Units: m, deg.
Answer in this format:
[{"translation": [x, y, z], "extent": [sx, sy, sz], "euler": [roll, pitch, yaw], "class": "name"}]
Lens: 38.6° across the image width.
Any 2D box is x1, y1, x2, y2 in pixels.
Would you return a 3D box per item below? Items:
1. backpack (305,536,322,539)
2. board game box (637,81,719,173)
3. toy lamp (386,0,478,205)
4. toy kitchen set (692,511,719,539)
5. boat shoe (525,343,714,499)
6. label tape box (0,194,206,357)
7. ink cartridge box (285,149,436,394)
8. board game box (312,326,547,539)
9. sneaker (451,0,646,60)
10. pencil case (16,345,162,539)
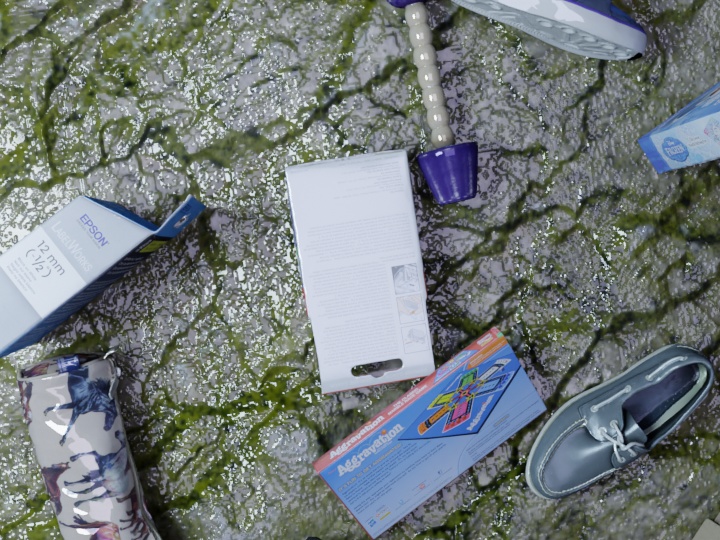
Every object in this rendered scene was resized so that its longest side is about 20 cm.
[{"translation": [-0.046, 0.350, 0.862], "extent": [0.166, 0.127, 0.200], "euler": [31, 68, 23], "class": "backpack"}, {"translation": [0.354, -0.162, 0.862], "extent": [0.200, 0.199, 0.043], "euler": [-36, 93, -3], "class": "board game box"}, {"translation": [0.064, -0.159, 0.911], "extent": [0.058, 0.058, 0.201], "euler": [-14, 93, -4], "class": "toy lamp"}, {"translation": [0.391, 0.305, 0.891], "extent": [0.180, 0.163, 0.200], "euler": [35, 89, -4], "class": "toy kitchen set"}, {"translation": [0.235, 0.137, 0.927], "extent": [0.200, 0.062, 0.073], "euler": [-37, 93, -3], "class": "boat shoe"}, {"translation": [-0.227, -0.016, 0.848], "extent": [0.200, 0.143, 0.066], "euler": [-40, 94, -2], "class": "label tape box"}, {"translation": [0.000, 0.000, 0.913], "extent": [0.108, 0.050, 0.201], "euler": [-9, 93, -5], "class": "ink cartridge box"}, {"translation": [0.064, 0.146, 0.914], "extent": [0.200, 0.019, 0.103], "euler": [-36, 123, -3], "class": "board game box"}, {"translation": [0.178, -0.284, 0.906], "extent": [0.199, 0.081, 0.147], "euler": [19, 88, -5], "class": "sneaker"}, {"translation": [-0.228, 0.168, 0.885], "extent": [0.089, 0.078, 0.201], "euler": [-15, 92, 11], "class": "pencil case"}]
